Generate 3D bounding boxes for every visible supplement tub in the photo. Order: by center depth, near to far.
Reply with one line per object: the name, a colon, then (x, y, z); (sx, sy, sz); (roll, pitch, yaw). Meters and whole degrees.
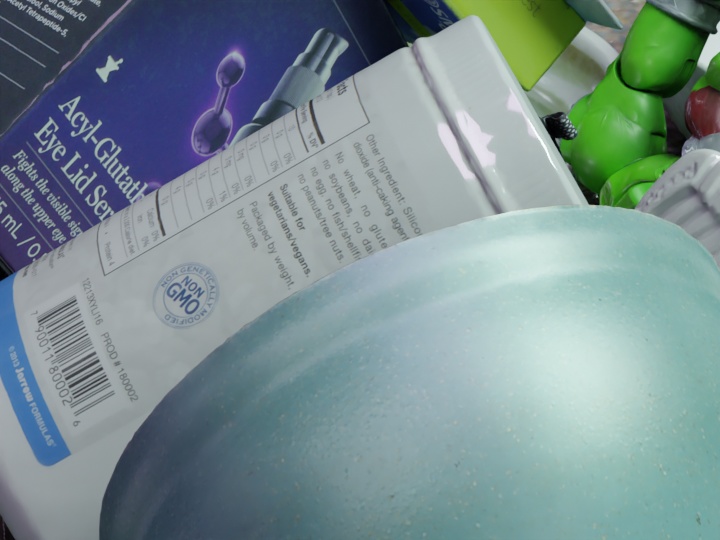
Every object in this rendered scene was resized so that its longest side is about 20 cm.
supplement tub: (-0.018, 0.022, 0.760); (0.200, 0.132, 0.132); (-29, 36, 6)

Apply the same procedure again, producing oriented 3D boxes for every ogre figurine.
ogre figurine: (0.148, -0.037, 0.953); (0.200, 0.120, 0.098); (55, 28, 7)

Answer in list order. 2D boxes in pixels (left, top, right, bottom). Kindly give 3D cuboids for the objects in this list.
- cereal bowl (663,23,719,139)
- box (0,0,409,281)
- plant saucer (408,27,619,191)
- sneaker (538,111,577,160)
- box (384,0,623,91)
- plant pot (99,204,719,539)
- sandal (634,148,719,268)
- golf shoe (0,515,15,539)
cereal bowl: (0.228, -0.085, 1.077); (0.200, 0.083, 0.200); (-1, 36, 1)
box: (-0.096, -0.079, 0.966); (0.104, 0.148, 0.200); (33, 76, 38)
plant saucer: (0.026, -0.061, 1.079); (0.200, 0.050, 0.200); (-1, 36, 0)
sneaker: (0.000, 0.000, 0.896); (0.200, 0.078, 0.140); (-47, 20, -15)
box: (0.011, -0.144, 1.017); (0.048, 0.122, 0.200); (-51, 35, -7)
plant pot: (0.042, 0.098, 0.664); (0.200, 0.200, 0.134); (-14, 55, -17)
sandal: (0.148, 0.024, 0.830); (0.050, 0.082, 0.203); (29, 27, -28)
golf shoe: (-0.134, 0.105, 0.828); (0.094, 0.078, 0.200); (17, 42, 19)
